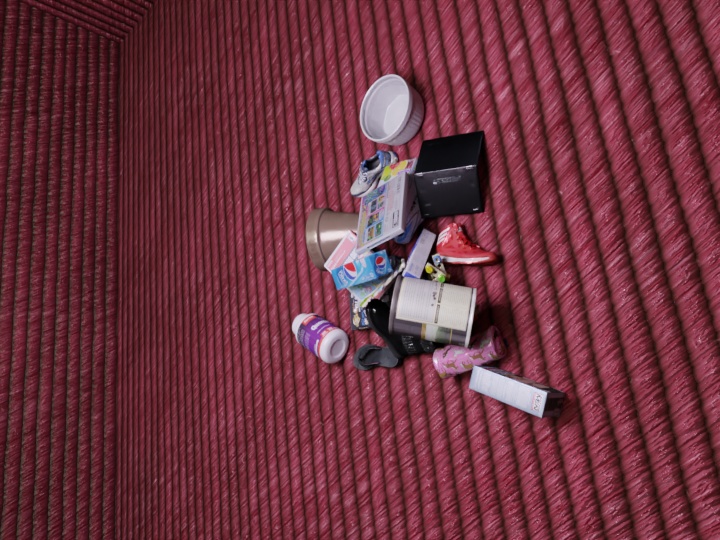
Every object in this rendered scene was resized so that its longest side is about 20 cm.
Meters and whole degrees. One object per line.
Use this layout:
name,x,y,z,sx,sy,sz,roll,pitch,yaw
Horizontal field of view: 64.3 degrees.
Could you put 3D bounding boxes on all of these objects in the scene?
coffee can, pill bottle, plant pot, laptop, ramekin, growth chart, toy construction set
coffee can,0.179,0.100,1.412,0.196,0.146,0.150,9,89,11
pill bottle,-0.135,0.212,1.853,0.198,0.111,0.115,26,100,43
plant pot,-0.053,-0.107,1.793,0.171,0.199,0.205,-7,78,26
laptop,0.255,-0.265,1.597,0.184,0.116,0.204,-3,108,30
ramekin,0.103,-0.479,1.746,0.198,0.104,0.205,-9,77,43
growth chart,0.056,0.042,1.582,0.200,0.145,0.018,-44,92,2
toy construction set,0.225,0.068,1.526,0.131,0.092,0.200,-44,84,16

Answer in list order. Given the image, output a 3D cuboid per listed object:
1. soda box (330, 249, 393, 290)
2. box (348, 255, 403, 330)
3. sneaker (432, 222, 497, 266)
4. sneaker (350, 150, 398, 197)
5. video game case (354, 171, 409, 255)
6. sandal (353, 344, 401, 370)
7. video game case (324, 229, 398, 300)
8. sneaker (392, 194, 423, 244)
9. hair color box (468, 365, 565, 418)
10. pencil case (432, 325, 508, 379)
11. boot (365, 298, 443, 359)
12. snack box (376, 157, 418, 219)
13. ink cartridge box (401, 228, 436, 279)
soda box,0.001,0.000,1.605,0.199,0.067,0.065,-19,92,55
box,0.048,0.072,1.742,0.196,0.049,0.205,-15,74,42
sneaker,0.276,-0.073,1.526,0.197,0.078,0.118,2,85,43
sneaker,0.023,-0.312,1.808,0.200,0.084,0.078,-43,56,31
video game case,0.060,-0.161,1.613,0.180,0.023,0.203,-26,46,41
sandal,0.039,0.256,1.717,0.198,0.047,0.077,-15,70,46
video game case,0.000,0.000,1.699,0.200,0.017,0.144,43,113,11
sneaker,0.151,-0.168,1.668,0.072,0.072,0.202,43,111,41
hair color box,0.368,0.284,1.358,0.198,0.098,0.062,16,93,44
pencil case,0.277,0.212,1.472,0.198,0.086,0.084,-31,82,35
boot,0.124,0.149,1.583,0.156,0.212,0.080,-20,26,43
snack box,0.101,-0.224,1.681,0.141,0.053,0.203,-6,57,53
ink cartridge box,0.149,-0.018,1.560,0.044,0.201,0.095,26,132,1
